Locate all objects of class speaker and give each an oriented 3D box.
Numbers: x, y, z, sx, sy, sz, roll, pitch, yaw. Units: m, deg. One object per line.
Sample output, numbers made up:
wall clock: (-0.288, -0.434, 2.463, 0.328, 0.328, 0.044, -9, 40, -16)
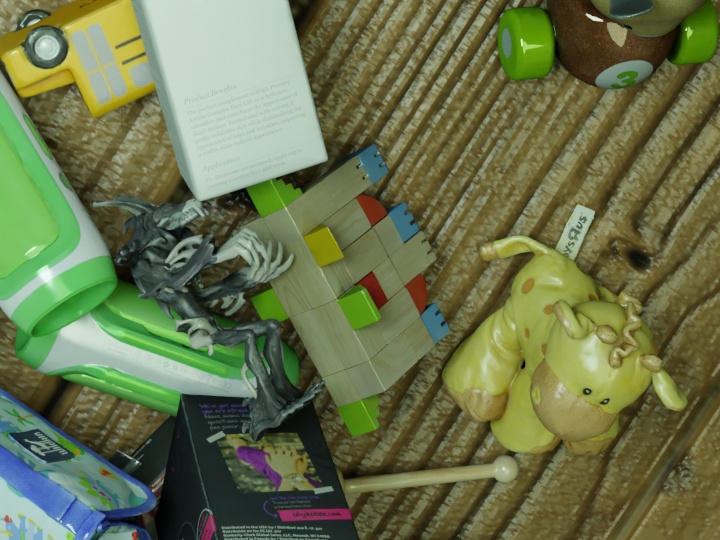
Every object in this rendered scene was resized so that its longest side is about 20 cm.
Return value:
speaker: (-0.248, -0.057, 1.364, 0.088, 0.088, 0.201, -32, 80, -3)
speaker: (-0.149, 0.061, 1.462, 0.198, 0.088, 0.089, 21, 100, -20)

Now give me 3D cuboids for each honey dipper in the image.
honey dipper: (0.034, 0.169, 1.584, 0.198, 0.038, 0.038, -3, 108, -18)

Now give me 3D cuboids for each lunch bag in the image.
lunch bag: (-0.236, 0.167, 1.371, 0.169, 0.200, 0.128, 31, 68, 15)

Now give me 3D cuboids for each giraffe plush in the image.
giraffe plush: (0.171, 0.067, 1.518, 0.171, 0.162, 0.202, 4, 106, -16)

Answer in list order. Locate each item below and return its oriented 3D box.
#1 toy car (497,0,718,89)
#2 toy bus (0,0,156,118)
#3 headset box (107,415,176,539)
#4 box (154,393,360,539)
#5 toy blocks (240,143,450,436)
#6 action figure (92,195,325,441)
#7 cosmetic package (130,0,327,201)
toy car: (0.204, -0.196, 1.426, 0.162, 0.200, 0.160, -6, 108, -13)
toy bus: (-0.155, -0.172, 1.409, 0.199, 0.065, 0.079, -26, 113, -7)
headset box: (-0.136, 0.221, 1.529, 0.149, 0.077, 0.200, -45, 112, 1)
box: (-0.073, 0.194, 1.378, 0.105, 0.201, 0.123, 4, 122, -18)
toy blocks: (0.000, 0.000, 1.477, 0.137, 0.099, 0.201, -38, 102, -49)
action figure: (-0.095, 0.012, 1.375, 0.102, 0.119, 0.201, -36, 87, 12)
cosmetic package: (-0.097, -0.160, 1.356, 0.101, 0.074, 0.202, -17, 111, -10)
